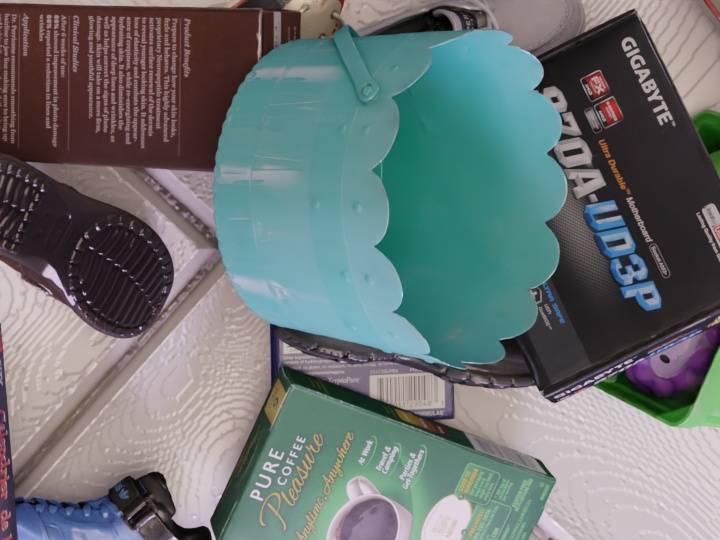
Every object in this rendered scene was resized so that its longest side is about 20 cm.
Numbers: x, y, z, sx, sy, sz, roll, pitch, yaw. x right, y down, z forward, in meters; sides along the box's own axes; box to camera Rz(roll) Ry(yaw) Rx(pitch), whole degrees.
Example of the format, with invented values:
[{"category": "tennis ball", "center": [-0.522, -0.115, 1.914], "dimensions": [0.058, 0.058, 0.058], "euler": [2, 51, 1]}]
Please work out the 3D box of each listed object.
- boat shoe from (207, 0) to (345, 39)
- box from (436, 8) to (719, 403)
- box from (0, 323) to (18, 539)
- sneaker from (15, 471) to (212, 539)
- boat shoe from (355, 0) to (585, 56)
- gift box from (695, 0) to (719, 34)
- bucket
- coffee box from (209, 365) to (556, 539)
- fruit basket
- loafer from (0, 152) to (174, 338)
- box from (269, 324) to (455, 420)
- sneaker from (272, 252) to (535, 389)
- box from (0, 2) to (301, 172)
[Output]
[{"category": "boat shoe", "center": [-0.048, -0.160, 1.605], "dimensions": [0.200, 0.071, 0.063], "euler": [-32, 86, 1]}, {"category": "box", "center": [0.147, -0.039, 1.582], "dimensions": [0.159, 0.046, 0.201], "euler": [-26, 76, 9]}, {"category": "box", "center": [-0.283, 0.134, 1.551], "dimensions": [0.136, 0.038, 0.201], "euler": [-2, 97, 13]}, {"category": "sneaker", "center": [-0.180, 0.159, 1.618], "dimensions": [0.200, 0.077, 0.111], "euler": [37, 92, -13]}, {"category": "boat shoe", "center": [0.057, -0.146, 1.616], "dimensions": [0.199, 0.069, 0.072], "euler": [-14, 74, -13]}, {"category": "gift box", "center": [0.332, -0.179, 1.611], "dimensions": [0.184, 0.187, 0.200], "euler": [-38, 117, -2]}, {"category": "bucket", "center": [0.018, -0.048, 1.490], "dimensions": [0.134, 0.207, 0.208], "euler": [7, 97, 34]}, {"category": "coffee box", "center": [0.015, 0.150, 1.649], "dimensions": [0.199, 0.044, 0.123], "euler": [19, 104, -18]}, {"category": "fruit basket", "center": [0.201, -0.010, 1.641], "dimensions": [0.215, 0.155, 0.216], "euler": [-7, 106, -25]}, {"category": "loafer", "center": [-0.192, -0.026, 1.578], "dimensions": [0.073, 0.071, 0.200], "euler": [-56, 135, -7]}, {"category": "box", "center": [0.000, 0.000, 1.654], "dimensions": [0.121, 0.032, 0.201], "euler": [-2, 98, -10]}, {"category": "sneaker", "center": [0.048, 0.025, 1.617], "dimensions": [0.199, 0.076, 0.091], "euler": [12, 86, -15]}, {"category": "box", "center": [-0.140, -0.115, 1.554], "dimensions": [0.199, 0.075, 0.101], "euler": [4, 97, 21]}]
